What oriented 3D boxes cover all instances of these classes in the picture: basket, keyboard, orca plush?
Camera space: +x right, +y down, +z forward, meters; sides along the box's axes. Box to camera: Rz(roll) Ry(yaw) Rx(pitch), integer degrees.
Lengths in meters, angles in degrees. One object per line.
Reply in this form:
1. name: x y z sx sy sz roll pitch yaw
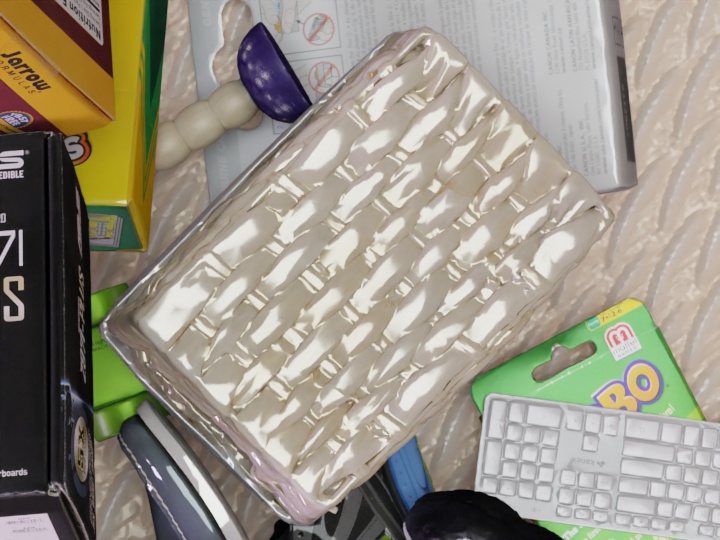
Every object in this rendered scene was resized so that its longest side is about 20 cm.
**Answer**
1. basket: 0.000 0.000 1.308 0.136 0.123 0.200 45 82 -2
2. keyboard: 0.153 0.098 1.401 0.199 0.011 0.056 8 88 -4
3. orca plush: 0.101 0.177 1.343 0.105 0.071 0.200 -27 90 -42

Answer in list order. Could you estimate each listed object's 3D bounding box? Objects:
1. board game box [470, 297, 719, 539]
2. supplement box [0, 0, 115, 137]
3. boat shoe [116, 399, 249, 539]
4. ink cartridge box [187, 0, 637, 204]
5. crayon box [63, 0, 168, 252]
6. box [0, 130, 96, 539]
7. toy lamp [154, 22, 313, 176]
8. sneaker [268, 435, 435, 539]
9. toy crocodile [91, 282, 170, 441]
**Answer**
1. board game box: 0.135 0.120 1.416 0.095 0.030 0.200 -27 92 -4
2. supplement box: -0.222 -0.153 1.253 0.197 0.133 0.200 -13 66 16
3. boat shoe: -0.069 0.154 1.366 0.062 0.073 0.200 -28 109 -3
4. ink cartridge box: 0.023 -0.107 1.419 0.199 0.057 0.163 -7 89 18
5. crayon box: -0.191 -0.098 1.353 0.199 0.058 0.173 1 69 6
6. box: -0.213 0.040 1.234 0.199 0.086 0.164 -4 64 3
7. toy lamp: -0.117 -0.040 1.387 0.200 0.058 0.058 -32 90 5
8. sneaker: 0.002 0.134 1.392 0.083 0.071 0.200 -19 84 2
9. toy crocodile: -0.082 0.027 1.396 0.200 0.062 0.068 -24 89 1
